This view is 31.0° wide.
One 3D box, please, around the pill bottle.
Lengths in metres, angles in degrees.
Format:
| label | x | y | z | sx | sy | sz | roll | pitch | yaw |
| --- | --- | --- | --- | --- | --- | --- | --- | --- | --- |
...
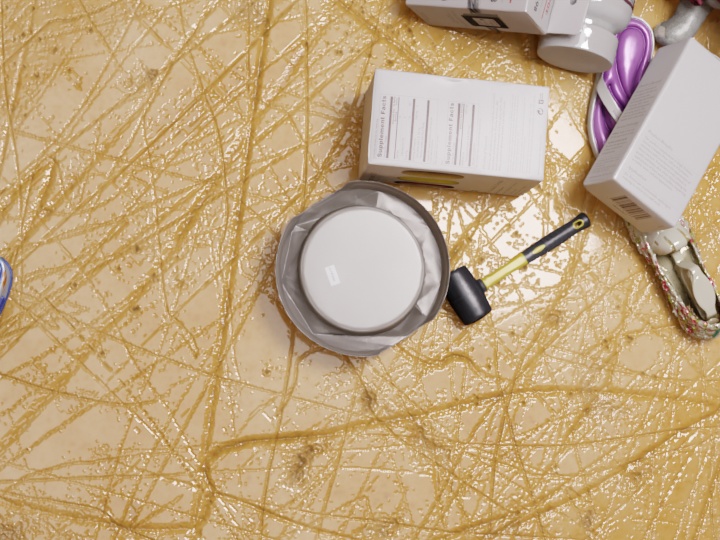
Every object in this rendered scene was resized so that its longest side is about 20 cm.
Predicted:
| label | x | y | z | sx | sy | sz | roll | pitch | yaw |
| --- | --- | --- | --- | --- | --- | --- | --- | --- | --- |
| pill bottle | 0.272 | -0.342 | 1.524 | 0.109 | 0.110 | 0.201 | 14 | 84 | -5 |

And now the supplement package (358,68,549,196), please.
| label | x | y | z | sx | sy | sz | roll | pitch | yaw |
| --- | --- | --- | --- | --- | --- | --- | --- | --- | --- |
| supplement package | 0.104 | -0.155 | 1.487 | 0.199 | 0.114 | 0.110 | 5 | 83 | -5 |

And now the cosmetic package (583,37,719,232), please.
| label | x | y | z | sx | sy | sz | roll | pitch | yaw |
| --- | --- | --- | --- | --- | --- | --- | --- | --- | --- |
| cosmetic package | 0.352 | -0.155 | 1.493 | 0.102 | 0.074 | 0.200 | 36 | 75 | -16 |

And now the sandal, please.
| label | x | y | z | sx | sy | sz | roll | pitch | yaw |
| --- | --- | --- | --- | --- | --- | --- | --- | --- | --- |
| sandal | 0.315 | -0.207 | 1.546 | 0.082 | 0.050 | 0.204 | 1 | 85 | -6 |

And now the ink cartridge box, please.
| label | x | y | z | sx | sy | sz | roll | pitch | yaw |
| --- | --- | --- | --- | --- | --- | --- | --- | --- | --- |
| ink cartridge box | 0.163 | -0.338 | 1.481 | 0.199 | 0.067 | 0.116 | 11 | 81 | 32 |

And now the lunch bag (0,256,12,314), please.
| label | x | y | z | sx | sy | sz | roll | pitch | yaw |
| --- | --- | --- | --- | --- | --- | --- | --- | --- | --- |
| lunch bag | -0.477 | 0.055 | 1.425 | 0.160 | 0.076 | 0.201 | 22 | 82 | -6 |

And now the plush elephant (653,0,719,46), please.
| label | x | y | z | sx | sy | sz | roll | pitch | yaw |
| --- | --- | --- | --- | --- | --- | --- | --- | --- | --- |
| plush elephant | 0.399 | -0.364 | 1.479 | 0.155 | 0.165 | 0.201 | 27 | 91 | -34 |

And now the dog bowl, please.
| label | x | y | z | sx | sy | sz | roll | pitch | yaw |
| --- | --- | --- | --- | --- | --- | --- | --- | --- | --- |
| dog bowl | 0.000 | 0.000 | 1.489 | 0.199 | 0.059 | 0.201 | 1 | 84 | -6 |

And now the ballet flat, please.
| label | x | y | z | sx | sy | sz | roll | pitch | yaw |
| --- | --- | --- | --- | --- | --- | --- | --- | --- | --- |
| ballet flat | 0.378 | -0.011 | 1.529 | 0.075 | 0.064 | 0.200 | -30 | 88 | -7 |

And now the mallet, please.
| label | x | y | z | sx | sy | sz | roll | pitch | yaw |
| --- | --- | --- | --- | --- | --- | --- | --- | --- | --- |
| mallet | 0.180 | -0.018 | 1.525 | 0.200 | 0.041 | 0.066 | -39 | 88 | -13 |
